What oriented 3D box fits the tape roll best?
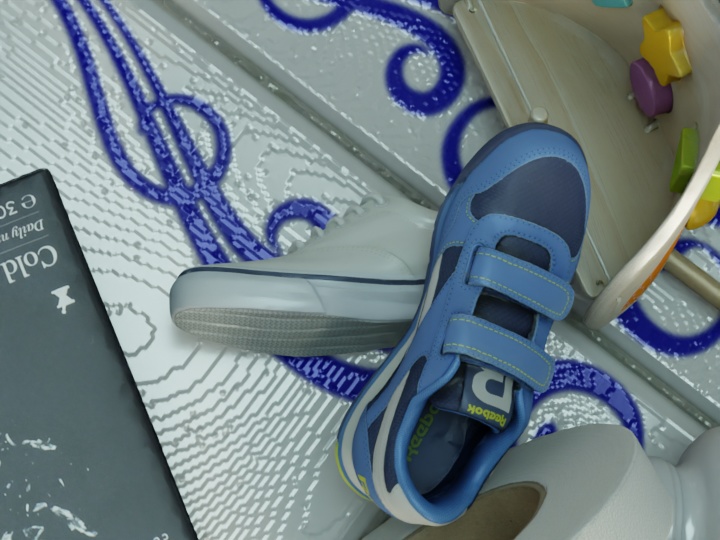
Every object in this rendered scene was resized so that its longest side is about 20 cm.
[{"bbox_3d":[0.045,0.138,0.699,0.202,0.203,0.037,-33,95,-12],"label":"tape roll"}]

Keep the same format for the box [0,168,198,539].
[{"bbox_3d":[-0.196,0.089,0.720,0.198,0.124,0.198,-23,84,-11],"label":"box"}]

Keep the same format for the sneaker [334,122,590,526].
[{"bbox_3d":[0.059,0.030,0.726,0.073,0.082,0.202,21,97,-18],"label":"sneaker"}]

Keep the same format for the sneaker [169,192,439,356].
[{"bbox_3d":[0.000,0.000,0.794,0.198,0.073,0.072,0,69,-16],"label":"sneaker"}]

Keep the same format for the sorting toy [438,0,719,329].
[{"bbox_3d":[0.135,-0.105,0.754,0.106,0.180,0.202,-18,71,-16],"label":"sorting toy"}]

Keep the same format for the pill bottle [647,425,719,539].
[{"bbox_3d":[0.222,0.137,0.767,0.197,0.111,0.112,7,78,-6],"label":"pill bottle"}]

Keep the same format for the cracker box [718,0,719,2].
[{"bbox_3d":[0.206,-0.217,0.862,0.197,0.058,0.136,9,80,-5],"label":"cracker box"}]

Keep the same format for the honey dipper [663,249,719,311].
[{"bbox_3d":[0.204,0.026,0.825,0.199,0.038,0.038,37,77,3],"label":"honey dipper"}]
